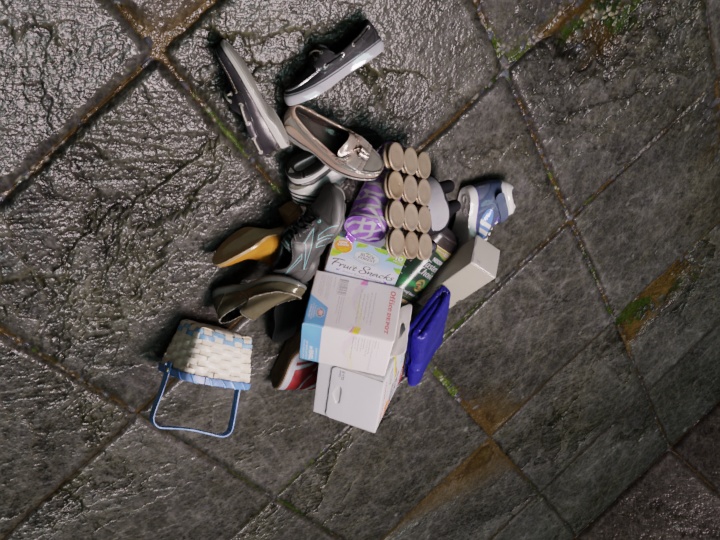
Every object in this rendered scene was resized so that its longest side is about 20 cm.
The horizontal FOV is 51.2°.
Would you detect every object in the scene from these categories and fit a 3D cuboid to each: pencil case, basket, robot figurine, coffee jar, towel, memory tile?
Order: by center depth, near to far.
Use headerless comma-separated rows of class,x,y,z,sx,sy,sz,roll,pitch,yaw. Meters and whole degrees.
memory tile,0.086,-0.122,1.358,0.152,0.017,0.204,1,88,-56
pencil case,0.034,-0.145,1.372,0.084,0.085,0.202,46,50,-30
basket,-0.292,0.206,1.414,0.175,0.138,0.204,21,78,-42
robot figurine,0.095,-0.117,1.478,0.197,0.151,0.126,-21,146,-18
coffee jar,0.118,-0.015,1.592,0.104,0.085,0.201,27,104,-44
towel,0.138,0.139,1.605,0.148,0.049,0.202,-56,161,-33

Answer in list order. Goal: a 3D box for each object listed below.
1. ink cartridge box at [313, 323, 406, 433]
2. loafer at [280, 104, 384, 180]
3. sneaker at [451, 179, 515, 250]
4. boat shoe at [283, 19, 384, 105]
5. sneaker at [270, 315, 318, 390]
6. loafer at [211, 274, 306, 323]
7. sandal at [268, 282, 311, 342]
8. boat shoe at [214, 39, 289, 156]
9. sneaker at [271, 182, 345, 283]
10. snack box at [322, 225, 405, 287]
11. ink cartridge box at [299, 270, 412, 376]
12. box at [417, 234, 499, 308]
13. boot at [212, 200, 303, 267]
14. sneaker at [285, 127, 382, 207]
ink cartridge box,0.005,0.205,1.567,0.201,0.142,0.147,-55,158,-53
loafer,-0.043,-0.218,1.285,0.198,0.063,0.073,27,70,-12
sneaker,0.279,-0.101,1.644,0.144,0.081,0.203,-10,121,-24
boat shoe,-0.052,-0.350,1.250,0.198,0.070,0.067,-33,117,-6
sneaker,-0.101,0.174,1.587,0.111,0.072,0.202,13,121,-35
loafer,-0.185,0.058,1.376,0.197,0.071,0.075,-12,158,28
sandal,-0.151,0.073,1.481,0.074,0.048,0.202,-16,151,-29
boat shoe,-0.185,-0.272,1.209,0.060,0.074,0.201,-24,129,9
sneaker,-0.091,-0.065,1.335,0.078,0.075,0.202,9,115,-42
snack box,0.000,0.000,1.457,0.140,0.054,0.201,15,139,-5
ink cartridge box,-0.006,0.105,1.438,0.196,0.130,0.126,13,141,1
box,0.205,0.013,1.601,0.068,0.083,0.200,31,142,-17
boot,-0.165,-0.024,1.399,0.200,0.071,0.145,-35,133,-15
sneaker,-0.050,-0.183,1.381,0.198,0.076,0.116,-27,150,-21
